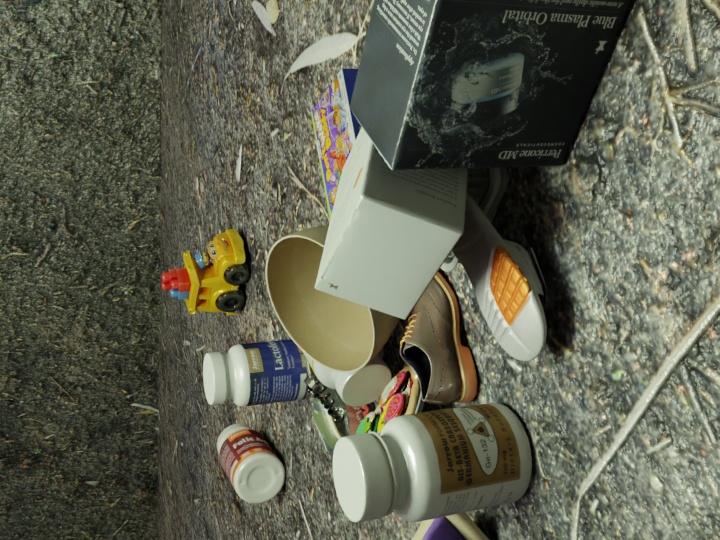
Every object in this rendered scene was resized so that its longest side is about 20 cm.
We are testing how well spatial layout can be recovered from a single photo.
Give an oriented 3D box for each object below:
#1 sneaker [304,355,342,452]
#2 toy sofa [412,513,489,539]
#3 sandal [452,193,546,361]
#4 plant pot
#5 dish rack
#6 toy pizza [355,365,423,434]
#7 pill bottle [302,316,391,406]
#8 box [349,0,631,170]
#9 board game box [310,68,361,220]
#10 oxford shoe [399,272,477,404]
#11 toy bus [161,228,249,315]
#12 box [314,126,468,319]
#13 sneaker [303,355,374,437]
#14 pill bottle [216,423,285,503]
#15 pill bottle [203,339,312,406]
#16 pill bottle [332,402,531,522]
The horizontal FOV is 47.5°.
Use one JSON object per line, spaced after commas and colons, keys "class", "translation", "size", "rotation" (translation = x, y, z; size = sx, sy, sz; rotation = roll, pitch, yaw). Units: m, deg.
{"class": "sneaker", "translation": [-0.061, 0.218, 1.395], "size": [0.090, 0.067, 0.201], "rotation": [-57, 45, 47]}
{"class": "toy sofa", "translation": [0.080, 0.368, 0.918], "size": [0.083, 0.200, 0.097], "rotation": [49, 144, -16]}
{"class": "sandal", "translation": [0.153, -0.006, 0.864], "size": [0.079, 0.059, 0.207], "rotation": [-54, 53, 49]}
{"class": "plant pot", "translation": [-0.014, 0.018, 1.115], "size": [0.200, 0.134, 0.201], "rotation": [26, 132, 33]}
{"class": "dish rack", "translation": [0.110, -0.117, 0.976], "size": [0.172, 0.043, 0.200], "rotation": [112, 146, -45]}
{"class": "toy pizza", "translation": [0.030, 0.211, 1.104], "size": [0.201, 0.032, 0.200], "rotation": [-61, 8, 15]}
{"class": "pill bottle", "translation": [-0.033, 0.107, 1.235], "size": [0.200, 0.112, 0.112], "rotation": [54, 141, 44]}
{"class": "box", "translation": [0.116, -0.206, 0.754], "size": [0.118, 0.196, 0.200], "rotation": [-119, 33, -43]}
{"class": "board game box", "translation": [-0.013, -0.162, 1.154], "size": [0.134, 0.045, 0.201], "rotation": [142, 120, -62]}
{"class": "oxford shoe", "translation": [0.083, 0.073, 1.028], "size": [0.071, 0.073, 0.201], "rotation": [117, 143, -51]}
{"class": "toy bus", "translation": [-0.374, 0.006, 1.952], "size": [0.136, 0.191, 0.200], "rotation": [-114, 32, -42]}
{"class": "box", "translation": [0.038, -0.079, 0.869], "size": [0.152, 0.106, 0.200], "rotation": [120, 166, -48]}
{"class": "sneaker", "translation": [-0.038, 0.198, 1.305], "size": [0.071, 0.098, 0.201], "rotation": [130, 131, -56]}
{"class": "pill bottle", "translation": [-0.249, 0.421, 1.815], "size": [0.200, 0.114, 0.115], "rotation": [-152, 61, -63]}
{"class": "pill bottle", "translation": [-0.185, 0.191, 1.518], "size": [0.116, 0.199, 0.116], "rotation": [176, 90, -67]}
{"class": "pill bottle", "translation": [0.077, 0.214, 0.901], "size": [0.114, 0.199, 0.115], "rotation": [176, 90, -66]}
